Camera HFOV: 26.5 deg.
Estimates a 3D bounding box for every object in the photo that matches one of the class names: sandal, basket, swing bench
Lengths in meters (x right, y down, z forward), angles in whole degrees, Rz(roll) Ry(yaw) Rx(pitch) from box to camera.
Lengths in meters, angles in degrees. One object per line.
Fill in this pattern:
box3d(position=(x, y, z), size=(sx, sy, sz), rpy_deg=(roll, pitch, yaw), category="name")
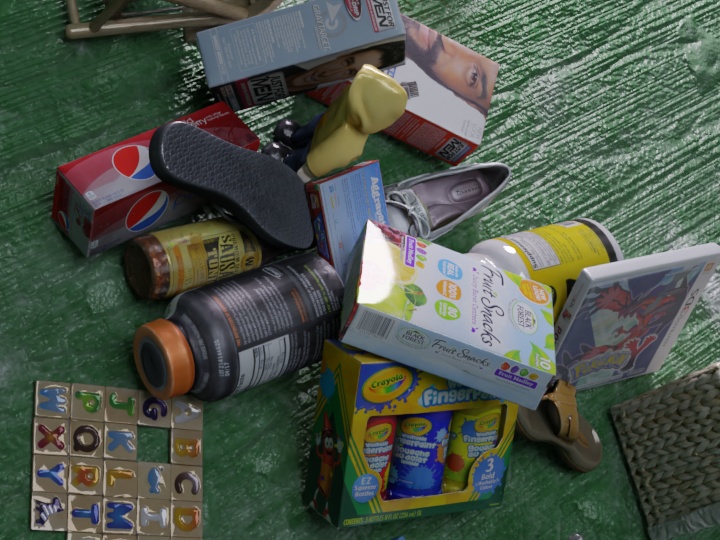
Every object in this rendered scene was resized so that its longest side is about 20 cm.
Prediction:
box3d(position=(0.211, 0.151, 1.600), size=(0.200, 0.054, 0.081), rpy_deg=(39, 43, -42), category="sandal")
box3d(position=(0.414, 0.179, 1.670), size=(0.197, 0.200, 0.162), rpy_deg=(-14, 79, -34), category="basket")
box3d(position=(-0.198, -0.341, 1.515), size=(0.198, 0.129, 0.201), rpy_deg=(-4, 75, -38), category="swing bench")
box3d(position=(-0.119, -0.081, 1.438), size=(0.199, 0.043, 0.077), rpy_deg=(32, 60, -35), category="sandal")

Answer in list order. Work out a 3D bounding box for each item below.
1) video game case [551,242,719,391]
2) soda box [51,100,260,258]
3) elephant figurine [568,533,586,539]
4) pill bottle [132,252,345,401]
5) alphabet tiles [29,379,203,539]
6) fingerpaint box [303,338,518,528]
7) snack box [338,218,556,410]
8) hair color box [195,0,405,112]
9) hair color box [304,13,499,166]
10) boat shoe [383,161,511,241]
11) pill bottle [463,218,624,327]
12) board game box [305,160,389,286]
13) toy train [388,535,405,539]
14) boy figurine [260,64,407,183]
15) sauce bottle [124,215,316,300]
box3d(position=(0.283, 0.057, 1.650), size=(0.198, 0.183, 0.023), rpy_deg=(-10, 47, -33), category="video game case")
box3d(position=(-0.193, -0.089, 1.453), size=(0.199, 0.070, 0.063), rpy_deg=(-27, 61, -36), category="soda box")
box3d(position=(0.196, 0.399, 1.512), size=(0.200, 0.142, 0.155), rpy_deg=(-40, 67, -19), category="elephant figurine")
box3d(position=(-0.113, 0.058, 1.439), size=(0.199, 0.106, 0.107), rpy_deg=(-18, 84, -35), category="pill bottle")
box3d(position=(-0.218, 0.205, 1.385), size=(0.166, 0.008, 0.202), rpy_deg=(9, 69, -30), category="alphabet tiles")
box3d(position=(0.055, 0.150, 1.485), size=(0.198, 0.073, 0.169), rpy_deg=(-1, 107, -33), category="fingerpaint box")
box3d(position=(0.084, 0.040, 1.444), size=(0.198, 0.053, 0.143), rpy_deg=(21, 35, -9), category="snack box")
box3d(position=(-0.056, -0.219, 1.519), size=(0.198, 0.099, 0.061), rpy_deg=(-16, 80, -1), category="hair color box")
box3d(position=(0.042, -0.208, 1.642), size=(0.198, 0.064, 0.112), rpy_deg=(24, 62, -17), category="hair color box")
box3d(position=(0.074, -0.070, 1.624), size=(0.201, 0.065, 0.075), rpy_deg=(-20, 85, -35), category="boat shoe")
box3d(position=(0.176, 0.016, 1.628), size=(0.198, 0.114, 0.116), rpy_deg=(-13, 81, -34), category="pill bottle")
box3d(position=(0.000, 0.000, 1.527), size=(0.103, 0.019, 0.202), rpy_deg=(-24, 108, -49), category="board game box")
box3d(position=(0.038, 0.356, 1.447), size=(0.114, 0.086, 0.201), rpy_deg=(-34, 93, -41), category="toy train")
box3d(position=(-0.025, -0.139, 1.505), size=(0.064, 0.200, 0.125), rpy_deg=(38, 61, -15), category="boy figurine")
box3d(position=(-0.130, -0.022, 1.482), size=(0.198, 0.066, 0.067), rpy_deg=(-17, 83, -34), category="sauce bottle")
